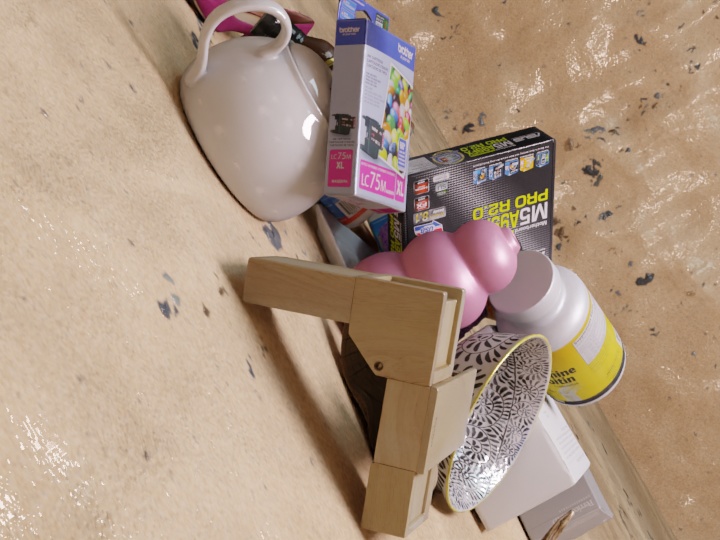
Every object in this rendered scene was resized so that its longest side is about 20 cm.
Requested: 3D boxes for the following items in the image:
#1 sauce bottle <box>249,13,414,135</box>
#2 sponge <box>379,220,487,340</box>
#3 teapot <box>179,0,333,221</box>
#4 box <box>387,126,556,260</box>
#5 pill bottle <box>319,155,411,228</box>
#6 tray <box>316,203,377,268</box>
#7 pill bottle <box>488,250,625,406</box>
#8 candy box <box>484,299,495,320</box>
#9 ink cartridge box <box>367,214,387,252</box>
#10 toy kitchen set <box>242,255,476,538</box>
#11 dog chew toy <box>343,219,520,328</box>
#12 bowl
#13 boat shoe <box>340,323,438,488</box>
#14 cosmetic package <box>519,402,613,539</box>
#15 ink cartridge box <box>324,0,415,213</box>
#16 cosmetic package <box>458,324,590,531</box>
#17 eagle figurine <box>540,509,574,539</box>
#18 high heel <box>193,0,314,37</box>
[{"bbox_3d":[-0.032,-0.197,1.363,0.200,0.065,0.065,41,16,-12],"label":"sauce bottle"},{"bbox_3d":[0.090,0.004,1.540,0.030,0.111,0.202,22,-40,43],"label":"sponge"},{"bbox_3d":[-0.076,-0.158,1.266,0.199,0.145,0.200,59,12,0],"label":"teapot"},{"bbox_3d":[0.126,-0.061,1.448,0.044,0.198,0.162,42,-39,53],"label":"box"},{"bbox_3d":[-0.043,-0.154,1.446,0.200,0.112,0.112,46,14,-11],"label":"pill bottle"},{"bbox_3d":[0.000,0.000,1.512,0.200,0.022,0.108,38,25,-62],"label":"tray"},{"bbox_3d":[0.221,0.064,1.472,0.200,0.111,0.113,47,17,-44],"label":"pill bottle"},{"bbox_3d":[0.161,-0.003,1.631,0.200,0.055,0.117,15,-58,66],"label":"candy box"},{"bbox_3d":[0.049,-0.051,1.657,0.200,0.067,0.117,-112,178,-62],"label":"ink cartridge box"},{"bbox_3d":[-0.001,0.101,1.130,0.163,0.178,0.203,-3,103,-73],"label":"toy kitchen set"},{"bbox_3d":[0.077,0.016,1.353,0.125,0.199,0.125,55,11,-17],"label":"dog chew toy"},{"bbox_3d":[0.110,0.141,1.347,0.094,0.202,0.201,26,-6,28],"label":"bowl"},{"bbox_3d":[0.032,0.120,1.244,0.065,0.071,0.202,51,19,-57],"label":"boat shoe"},{"bbox_3d":[0.239,0.256,1.700,0.090,0.106,0.201,41,20,-58],"label":"cosmetic package"},{"bbox_3d":[0.012,-0.164,1.255,0.119,0.041,0.203,12,79,-64],"label":"ink cartridge box"},{"bbox_3d":[0.166,0.181,1.523,0.201,0.122,0.199,60,11,10],"label":"cosmetic package"},{"bbox_3d":[0.196,0.353,1.199,0.150,0.153,0.200,-6,40,-38],"label":"eagle figurine"},{"bbox_3d":[-0.134,-0.320,1.539,0.068,0.095,0.200,64,12,23],"label":"high heel"}]
